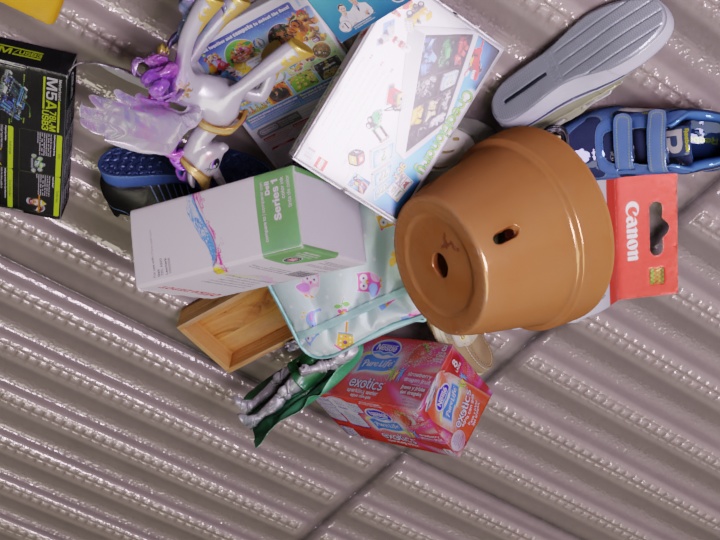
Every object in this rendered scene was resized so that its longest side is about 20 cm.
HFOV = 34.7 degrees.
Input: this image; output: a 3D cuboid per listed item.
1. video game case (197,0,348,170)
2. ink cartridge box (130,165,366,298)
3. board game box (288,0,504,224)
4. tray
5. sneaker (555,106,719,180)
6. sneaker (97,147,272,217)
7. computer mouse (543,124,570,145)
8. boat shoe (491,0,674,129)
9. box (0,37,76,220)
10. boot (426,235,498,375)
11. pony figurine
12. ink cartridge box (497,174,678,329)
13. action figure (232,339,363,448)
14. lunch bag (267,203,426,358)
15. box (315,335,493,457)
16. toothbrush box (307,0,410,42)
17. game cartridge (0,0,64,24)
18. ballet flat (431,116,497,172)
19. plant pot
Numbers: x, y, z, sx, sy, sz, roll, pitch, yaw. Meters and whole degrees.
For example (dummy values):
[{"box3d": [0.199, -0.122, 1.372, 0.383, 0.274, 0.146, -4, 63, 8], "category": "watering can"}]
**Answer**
[{"box3d": [-0.068, -0.187, 1.186, 0.142, 0.018, 0.201, -21, 128, 24], "category": "video game case"}, {"box3d": [-0.114, -0.034, 1.175, 0.197, 0.085, 0.144, -13, 169, 25], "category": "ink cartridge box"}, {"box3d": [0.034, -0.163, 1.112, 0.125, 0.035, 0.202, 31, 95, -17], "category": "board game box"}, {"box3d": [-0.117, 0.048, 1.400, 0.198, 0.037, 0.099, -28, 125, 26], "category": "tray"}, {"box3d": [0.289, -0.129, 1.149, 0.196, 0.082, 0.075, -5, 96, 4], "category": "sneaker"}, {"box3d": [-0.187, -0.087, 1.263, 0.196, 0.071, 0.079, 7, 139, 7], "category": "sneaker"}, {"box3d": [0.202, -0.051, 1.166, 0.058, 0.034, 0.202, -10, 120, 7], "category": "computer mouse"}, {"box3d": [0.220, -0.197, 1.127, 0.198, 0.073, 0.062, -28, 150, 32], "category": "boat shoe"}, {"box3d": [-0.403, -0.158, 1.227, 0.190, 0.048, 0.202, 10, 133, -7], "category": "box"}, {"box3d": [0.152, 0.032, 1.336, 0.153, 0.073, 0.201, -20, 125, 20], "category": "boot"}, {"box3d": [-0.169, -0.174, 1.110, 0.191, 0.167, 0.201, 24, 116, -27], "category": "pony figurine"}, {"box3d": [0.247, -0.027, 1.232, 0.196, 0.050, 0.165, -6, 111, 2], "category": "ink cartridge box"}, {"box3d": [-0.062, 0.117, 1.384, 0.199, 0.118, 0.055, -37, 120, 2], "category": "action figure"}, {"box3d": [0.000, 0.000, 1.265, 0.198, 0.077, 0.162, -24, 95, 17], "category": "lunch bag"}, {"box3d": [0.045, 0.145, 1.379, 0.198, 0.096, 0.100, 3, 143, 47], "category": "box"}, {"box3d": [-0.037, -0.320, 0.969, 0.085, 0.148, 0.200, -26, 125, 26], "category": "toothbrush box"}, {"box3d": [-0.330, -0.344, 1.054, 0.174, 0.033, 0.201, 23, 132, -16], "category": "game cartridge"}, {"box3d": [0.058, -0.130, 1.178, 0.197, 0.064, 0.068, 13, 124, -18], "category": "ballet flat"}, {"box3d": [0.125, -0.025, 1.116, 0.139, 0.200, 0.202, -20, 144, -31], "category": "plant pot"}]
